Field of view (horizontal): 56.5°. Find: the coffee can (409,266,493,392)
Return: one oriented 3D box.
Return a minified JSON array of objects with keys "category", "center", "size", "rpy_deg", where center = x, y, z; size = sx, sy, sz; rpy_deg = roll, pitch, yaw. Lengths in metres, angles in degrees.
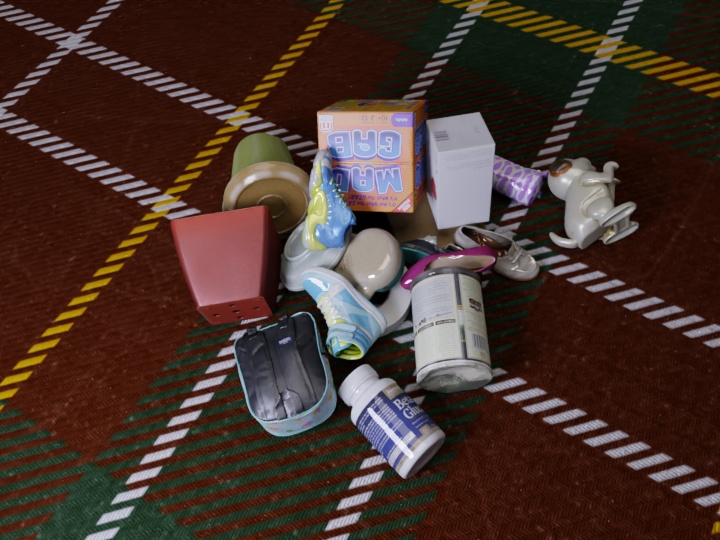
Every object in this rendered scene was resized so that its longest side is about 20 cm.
[{"category":"coffee can","center":[0.173,0.116,1.298],"size":[0.144,0.147,0.203],"rpy_deg":[-3,60,2]}]

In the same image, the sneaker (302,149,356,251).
[{"category":"sneaker","center":[-0.054,-0.135,1.331],"size":[0.103,0.076,0.204],"rpy_deg":[8,90,-1]}]

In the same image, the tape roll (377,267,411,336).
[{"category":"tape roll","center":[0.013,0.045,1.412],"size":[0.199,0.037,0.206],"rpy_deg":[-2,60,4]}]

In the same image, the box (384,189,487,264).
[{"category":"box","center":[0.165,-0.115,1.501],"size":[0.197,0.021,0.165],"rpy_deg":[-18,61,-6]}]

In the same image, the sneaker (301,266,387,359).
[{"category":"sneaker","center":[-0.050,0.088,1.282],"size":[0.199,0.080,0.131],"rpy_deg":[36,46,-1]}]

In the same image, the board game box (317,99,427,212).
[{"category":"board game box","center":[0.033,-0.250,1.429],"size":[0.196,0.203,0.200],"rpy_deg":[3,21,13]}]

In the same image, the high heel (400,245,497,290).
[{"category":"high heel","center":[0.174,-0.004,1.337],"size":[0.198,0.096,0.068],"rpy_deg":[-24,96,3]}]

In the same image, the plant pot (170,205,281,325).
[{"category":"plant pot","center":[-0.263,0.002,1.375],"size":[0.197,0.200,0.179],"rpy_deg":[-8,70,-1]}]

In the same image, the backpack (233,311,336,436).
[{"category":"backpack","center":[-0.135,0.207,1.262],"size":[0.173,0.154,0.202],"rpy_deg":[-18,50,-5]}]

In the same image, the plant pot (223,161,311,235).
[{"category":"plant pot","center":[-0.187,-0.140,1.406],"size":[0.197,0.202,0.028],"rpy_deg":[-12,49,-3]}]

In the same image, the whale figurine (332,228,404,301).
[{"category":"whale figurine","center":[0.000,0.000,1.377],"size":[0.198,0.104,0.161],"rpy_deg":[-25,60,18]}]

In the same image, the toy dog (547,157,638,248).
[{"category":"toy dog","center":[0.484,-0.155,1.455],"size":[0.193,0.139,0.202],"rpy_deg":[-32,59,21]}]

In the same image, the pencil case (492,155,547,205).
[{"category":"pencil case","center":[0.319,-0.221,1.515],"size":[0.198,0.084,0.086],"rpy_deg":[28,100,17]}]

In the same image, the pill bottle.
[{"category":"pill bottle","center":[0.052,0.272,1.237],"size":[0.111,0.112,0.200],"rpy_deg":[-39,65,-17]}]

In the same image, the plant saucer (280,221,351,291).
[{"category":"plant saucer","center":[-0.107,-0.053,1.406],"size":[0.199,0.050,0.202],"rpy_deg":[-30,38,27]}]

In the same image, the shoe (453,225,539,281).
[{"category":"shoe","center":[0.290,-0.040,1.423],"size":[0.198,0.054,0.071],"rpy_deg":[27,69,7]}]

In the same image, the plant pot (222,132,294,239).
[{"category":"plant pot","center":[-0.212,-0.199,1.494],"size":[0.197,0.202,0.186],"rpy_deg":[-12,48,-3]}]

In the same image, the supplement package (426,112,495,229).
[{"category":"supplement package","center":[0.206,-0.207,1.412],"size":[0.118,0.202,0.122],"rpy_deg":[-9,44,-3]}]

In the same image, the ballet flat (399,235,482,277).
[{"category":"ballet flat","center":[0.167,-0.032,1.423],"size":[0.197,0.073,0.074],"rpy_deg":[20,62,1]}]
